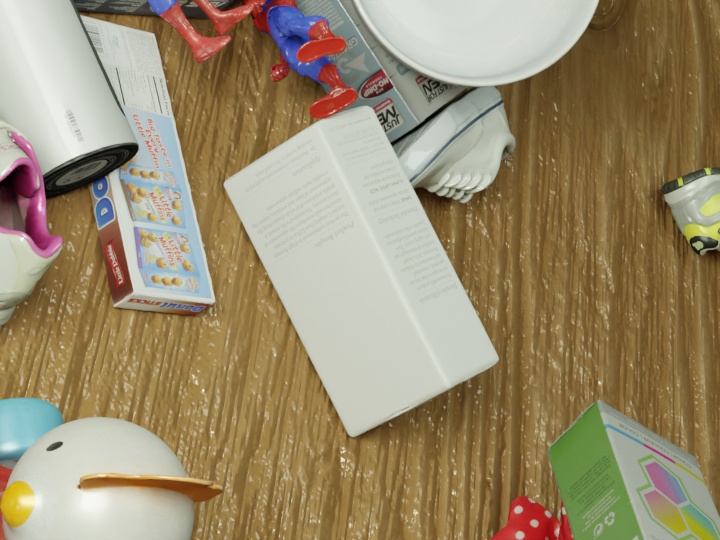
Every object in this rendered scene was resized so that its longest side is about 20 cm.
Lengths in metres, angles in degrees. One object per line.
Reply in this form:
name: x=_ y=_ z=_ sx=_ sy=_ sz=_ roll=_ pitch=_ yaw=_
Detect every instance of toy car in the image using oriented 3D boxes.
toy car: x=-0.161 y=0.127 z=0.969 sx=0.176 sy=0.200 sz=0.185 roll=15 pitch=55 yaw=-44

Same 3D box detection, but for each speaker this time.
speaker: x=-0.212 y=-0.149 z=1.196 sx=0.081 sy=0.081 sz=0.201 roll=-16 pitch=79 yaw=-53

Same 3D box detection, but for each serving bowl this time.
serving bowl: x=0.079 y=-0.231 z=1.453 sx=0.199 sy=0.066 sz=0.201 roll=1 pitch=86 yaw=-10

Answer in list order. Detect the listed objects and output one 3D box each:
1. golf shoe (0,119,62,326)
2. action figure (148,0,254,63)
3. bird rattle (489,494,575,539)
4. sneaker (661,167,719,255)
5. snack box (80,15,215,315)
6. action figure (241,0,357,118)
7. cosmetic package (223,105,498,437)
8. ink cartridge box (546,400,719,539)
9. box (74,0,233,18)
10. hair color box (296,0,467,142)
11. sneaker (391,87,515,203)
golf shoe: x=-0.222 y=-0.070 z=1.122 sx=0.075 sy=0.091 sz=0.201 roll=-4 pitch=68 yaw=-49
action figure: x=-0.134 y=-0.241 z=1.262 sx=0.200 sy=0.099 sz=0.065 roll=47 pitch=39 yaw=-16
bird rattle: x=0.180 y=0.238 z=1.420 sx=0.200 sy=0.113 sz=0.163 roll=46 pitch=25 yaw=1
sneaker: x=0.359 y=-0.050 z=1.825 sx=0.199 sy=0.075 sz=0.077 roll=-3 pitch=76 yaw=-39
snack box: x=-0.147 y=-0.069 z=1.266 sx=0.072 sy=0.024 sz=0.201 roll=9 pitch=60 yaw=-48
action figure: x=-0.052 y=-0.168 z=1.362 sx=0.200 sy=0.052 sz=0.066 roll=-120 pitch=-170 yaw=-62
cosmetic package: x=0.000 y=0.000 z=1.331 sx=0.074 sy=0.102 sz=0.201 roll=-24 pitch=87 yaw=-52
ink cartridge box: x=0.201 y=0.191 z=1.326 sx=0.104 sy=0.059 sz=0.200 roll=30 pitch=27 yaw=-27
box: x=-0.180 y=-0.257 z=1.333 sx=0.200 sy=0.049 sz=0.162 roll=-7 pitch=70 yaw=-52
hair color box: x=-0.007 y=-0.198 z=1.488 sx=0.200 sy=0.061 sz=0.099 roll=57 pitch=37 yaw=-5
sneaker: x=0.072 y=-0.087 z=1.497 sx=0.071 sy=0.073 sz=0.200 roll=56 pitch=37 yaw=-4
